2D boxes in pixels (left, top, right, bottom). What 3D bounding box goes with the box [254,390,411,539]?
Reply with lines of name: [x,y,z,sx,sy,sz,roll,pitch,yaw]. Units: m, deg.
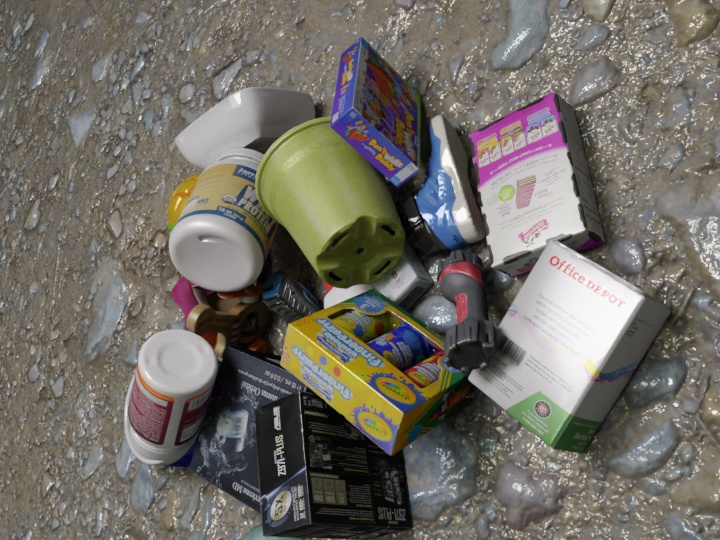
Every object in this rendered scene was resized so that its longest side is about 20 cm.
box: [-0.034,0.259,1.118,0.086,0.200,0.165,-25,61,34]

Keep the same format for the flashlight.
flashlight: [0.127,0.050,1.072,0.200,0.068,0.068,-79,8,-57]

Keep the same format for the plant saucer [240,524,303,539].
plant saucer: [-0.146,0.473,1.261,0.199,0.036,0.201,-15,67,38]

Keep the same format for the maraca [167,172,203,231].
maraca: [-0.270,-0.122,1.504,0.136,0.107,0.200,-19,24,14]

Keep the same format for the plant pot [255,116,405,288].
plant pot: [-0.028,-0.081,1.209,0.200,0.200,0.185,-46,46,21]

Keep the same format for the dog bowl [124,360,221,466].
dog bowl: [-0.313,0.232,1.463,0.199,0.079,0.201,-16,66,38]

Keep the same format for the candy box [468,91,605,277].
candy box: [0.223,-0.108,1.105,0.136,0.061,0.201,-23,61,35]

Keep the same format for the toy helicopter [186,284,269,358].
toy helicopter: [-0.199,0.074,1.334,0.079,0.200,0.133,27,94,24]

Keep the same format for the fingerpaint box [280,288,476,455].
fingerpaint box: [0.027,0.120,1.097,0.200,0.166,0.074,35,127,30]

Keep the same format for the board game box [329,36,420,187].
board game box: [0.026,-0.229,1.226,0.045,0.134,0.201,-34,31,29]

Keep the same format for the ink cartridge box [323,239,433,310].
ink cartridge box: [0.000,0.000,1.281,0.163,0.057,0.200,-47,55,21]

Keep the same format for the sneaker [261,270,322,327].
sneaker: [-0.076,0.078,1.297,0.073,0.082,0.200,-47,48,19]

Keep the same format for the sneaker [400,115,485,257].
sneaker: [0.099,-0.116,1.208,0.111,0.077,0.201,-22,68,25]

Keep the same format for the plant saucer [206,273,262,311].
plant saucer: [-0.238,0.018,1.502,0.199,0.029,0.201,-15,67,38]

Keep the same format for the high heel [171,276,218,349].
high heel: [-0.286,0.088,1.447,0.096,0.067,0.201,-26,39,24]

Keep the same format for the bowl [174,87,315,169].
bowl: [-0.183,-0.223,1.430,0.199,0.200,0.075,-28,78,33]

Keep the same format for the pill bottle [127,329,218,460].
pill bottle: [-0.284,0.190,1.276,0.114,0.114,0.200,65,146,35]

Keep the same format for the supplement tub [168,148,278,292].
supplement tub: [-0.200,-0.082,1.328,0.144,0.145,0.201,-26,33,33]

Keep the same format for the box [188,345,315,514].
box: [-0.129,0.237,1.270,0.196,0.117,0.201,14,87,44]

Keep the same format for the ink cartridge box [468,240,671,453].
ink cartridge box: [0.242,0.088,1.005,0.145,0.084,0.201,38,103,43]
